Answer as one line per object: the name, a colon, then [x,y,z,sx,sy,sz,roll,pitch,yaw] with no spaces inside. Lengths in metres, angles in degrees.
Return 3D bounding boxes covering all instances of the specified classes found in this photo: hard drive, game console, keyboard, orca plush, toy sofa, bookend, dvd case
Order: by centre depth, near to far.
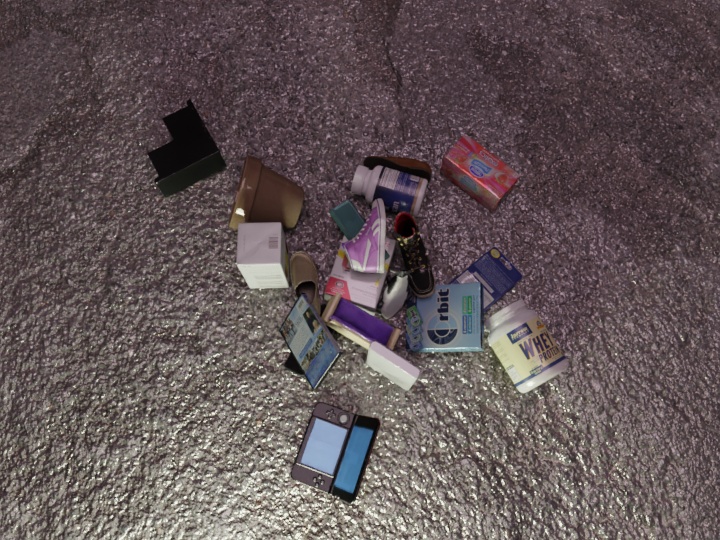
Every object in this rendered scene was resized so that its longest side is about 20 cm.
game console: [-0.063,0.430,1.428,0.171,0.119,0.201,19,71,5]
hard drive: [0.076,0.236,1.453,0.131,0.200,0.026,32,72,9]
dvd case: [-0.129,0.177,1.490,0.017,0.143,0.200,-2,46,-44]
toy sofa: [0.003,0.140,1.504,0.199,0.097,0.083,32,71,-15]
orca plush: [0.075,0.041,1.529,0.105,0.201,0.071,-26,60,-12]
keyboard: [-0.108,0.192,1.560,0.104,0.040,0.201,22,72,31]
bookend: [-0.520,-0.347,1.694,0.199,0.092,0.200,-30,73,-9]

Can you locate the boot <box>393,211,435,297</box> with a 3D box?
boot: [0.139,-0.043,1.547,0.073,0.151,0.201,-14,49,9]

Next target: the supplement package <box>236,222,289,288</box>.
supplement package: [-0.247,-0.035,1.537,0.108,0.200,0.115,-1,72,-1]

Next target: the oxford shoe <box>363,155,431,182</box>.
oxford shoe: [0.108,-0.298,1.716,0.198,0.072,0.072,14,44,4]

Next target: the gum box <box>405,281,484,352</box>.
gum box: [0.217,0.123,1.537,0.198,0.045,0.171,-5,70,23]

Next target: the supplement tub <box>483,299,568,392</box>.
supplement tub: [0.413,0.190,1.505,0.144,0.145,0.201,-28,74,-10]

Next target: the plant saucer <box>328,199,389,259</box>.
plant saucer: [-0.004,-0.100,1.574,0.070,0.019,0.201,-31,74,-12]

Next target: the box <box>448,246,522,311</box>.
box: [0.331,0.038,1.614,0.200,0.032,0.121,-38,77,-11]

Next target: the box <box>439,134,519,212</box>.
box: [0.335,-0.275,1.686,0.200,0.095,0.103,41,76,12]

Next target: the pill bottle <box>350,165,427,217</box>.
pill bottle: [0.079,-0.226,1.656,0.198,0.111,0.112,17,72,5]

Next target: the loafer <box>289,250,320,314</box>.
loafer: [-0.145,0.032,1.584,0.075,0.068,0.201,-13,68,-5]

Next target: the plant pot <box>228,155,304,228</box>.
plant pot: [-0.251,-0.190,1.614,0.173,0.200,0.202,16,70,-16]

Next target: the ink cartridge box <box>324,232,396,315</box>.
ink cartridge box: [0.000,0.000,1.592,0.144,0.084,0.201,17,71,4]

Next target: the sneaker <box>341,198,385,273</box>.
sneaker: [0.009,-0.094,1.527,0.113,0.073,0.202,3,70,2]
